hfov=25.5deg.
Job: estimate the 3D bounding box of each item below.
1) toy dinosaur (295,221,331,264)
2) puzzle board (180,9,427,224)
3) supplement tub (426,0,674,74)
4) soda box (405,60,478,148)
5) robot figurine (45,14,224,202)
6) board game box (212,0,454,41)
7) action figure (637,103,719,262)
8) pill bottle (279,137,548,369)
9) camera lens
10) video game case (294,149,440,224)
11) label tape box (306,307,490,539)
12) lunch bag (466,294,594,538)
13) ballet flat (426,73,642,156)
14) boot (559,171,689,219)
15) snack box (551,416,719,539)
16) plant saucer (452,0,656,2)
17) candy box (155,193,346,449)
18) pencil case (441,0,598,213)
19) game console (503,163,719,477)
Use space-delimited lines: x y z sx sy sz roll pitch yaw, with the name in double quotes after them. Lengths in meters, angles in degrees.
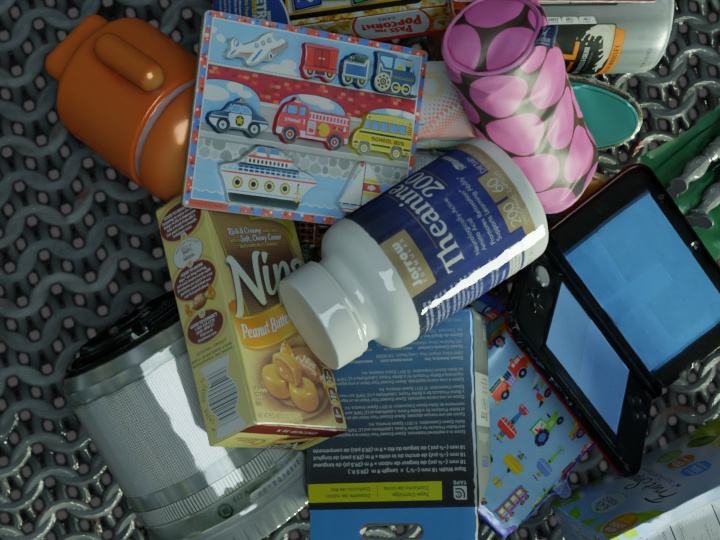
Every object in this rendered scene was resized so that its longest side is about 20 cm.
0.000 0.000 1.383 0.135 0.102 0.201 -20 118 6 "toy dinosaur"
-0.040 -0.115 1.263 0.199 0.017 0.152 6 90 -28 "puzzle board"
0.162 -0.232 1.393 0.199 0.123 0.123 -3 94 -10 "supplement tub"
0.005 -0.139 1.353 0.199 0.064 0.069 -1 87 6 "soda box"
-0.169 -0.131 1.316 0.200 0.116 0.144 37 128 25 "robot figurine"
-0.025 -0.263 1.333 0.199 0.046 0.153 -6 71 10 "board game box"
0.346 -0.115 1.448 0.200 0.055 0.118 -44 106 -30 "action figure"
0.040 -0.010 1.250 0.199 0.111 0.111 -33 99 -16 "pill bottle"
-0.141 0.126 1.336 0.159 0.160 0.201 -31 98 -8 "camera lens"
-0.003 -0.015 1.425 0.181 0.024 0.201 5 93 -11 "video game case"
0.031 0.136 1.307 0.143 0.063 0.201 -3 82 14 "label tape box"
0.133 0.142 1.427 0.151 0.094 0.200 -48 119 -6 "lunch bag"
0.146 -0.139 1.403 0.199 0.064 0.076 -1 107 5 "ballet flat"
0.206 -0.014 1.444 0.200 0.071 0.145 22 95 -7 "boot"
0.291 0.206 1.422 0.199 0.169 0.068 -26 97 -9 "snack box"
0.134 -0.303 1.312 0.199 0.037 0.201 -4 73 -22 "plant saucer"
-0.087 0.039 1.267 0.055 0.115 0.201 -26 69 31 "candy box"
0.137 -0.135 1.287 0.090 0.200 0.094 20 68 30 "pencil case"
0.234 0.044 1.370 0.118 0.173 0.200 -25 116 33 "game console"
